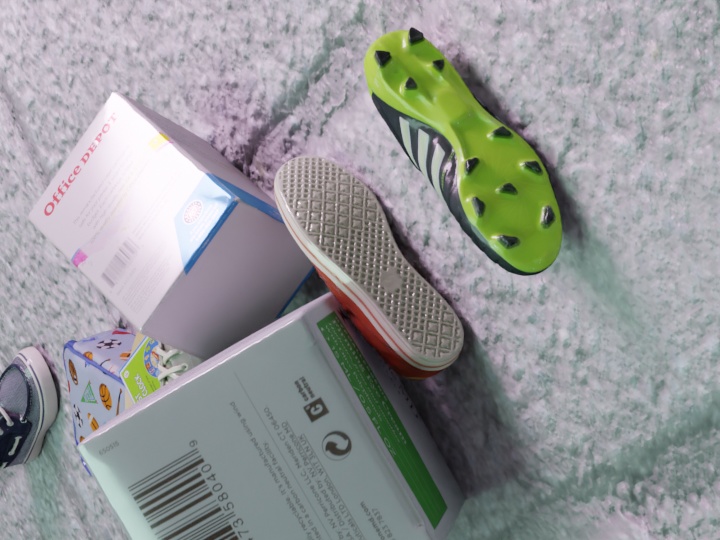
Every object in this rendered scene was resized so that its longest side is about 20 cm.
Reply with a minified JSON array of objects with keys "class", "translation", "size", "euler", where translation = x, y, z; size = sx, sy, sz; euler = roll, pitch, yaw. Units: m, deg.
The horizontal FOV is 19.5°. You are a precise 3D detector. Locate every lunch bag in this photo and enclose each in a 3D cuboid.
[{"class":"lunch bag","translation":[-0.211,0.150,1.966],"size":[0.200,0.075,0.161],"euler":[30,128,56]}]

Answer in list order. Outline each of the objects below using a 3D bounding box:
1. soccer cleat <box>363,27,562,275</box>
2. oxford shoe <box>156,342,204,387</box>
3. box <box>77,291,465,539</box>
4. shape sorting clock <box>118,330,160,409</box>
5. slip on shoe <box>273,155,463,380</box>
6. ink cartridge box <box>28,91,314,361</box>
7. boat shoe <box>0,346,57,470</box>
[{"class":"soccer cleat","translation":[0.069,-0.074,1.392],"size":[0.200,0.067,0.081],"euler":[56,166,20]},{"class":"oxford shoe","translation":[-0.143,0.086,1.731],"size":[0.075,0.058,0.200],"euler":[-4,78,43]},{"class":"box","translation":[-0.059,0.150,1.536],"size":[0.199,0.200,0.171],"euler":[60,-170,-1]},{"class":"shape sorting clock","translation":[-0.138,0.096,1.793],"size":[0.200,0.039,0.200],"euler":[-15,69,43]},{"class":"slip on shoe","translation":[0.000,0.000,1.541],"size":[0.200,0.074,0.061],"euler":[52,151,16]},{"class":"ink cartridge box","translation":[-0.152,-0.037,1.658],"size":[0.129,0.125,0.200],"euler":[-53,51,7]},{"class":"boat shoe","translation":[-0.388,0.162,2.261],"size":[0.075,0.093,0.200],"euler":[53,148,23]}]
